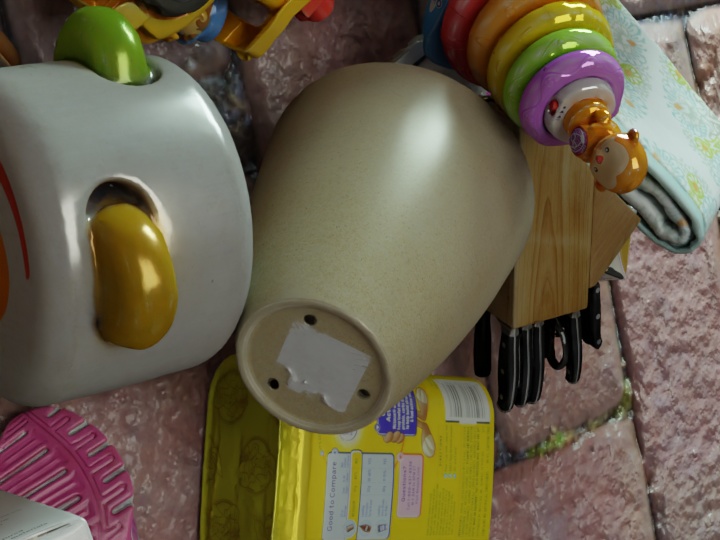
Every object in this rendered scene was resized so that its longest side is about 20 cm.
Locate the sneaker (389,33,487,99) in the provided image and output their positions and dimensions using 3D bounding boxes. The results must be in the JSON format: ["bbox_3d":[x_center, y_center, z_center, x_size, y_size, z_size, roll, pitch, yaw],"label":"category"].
[{"bbox_3d":[0.057,-0.129,0.952,0.200,0.076,0.081,-42,98,-3],"label":"sneaker"}]

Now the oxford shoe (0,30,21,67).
[{"bbox_3d":[-0.253,-0.184,0.745,0.201,0.071,0.072,52,54,-23],"label":"oxford shoe"}]

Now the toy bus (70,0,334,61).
[{"bbox_3d":[-0.081,-0.206,0.847,0.200,0.136,0.192,-48,142,-4],"label":"toy bus"}]

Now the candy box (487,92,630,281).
[{"bbox_3d":[0.133,-0.079,1.050,0.199,0.061,0.138,17,77,-37],"label":"candy box"}]

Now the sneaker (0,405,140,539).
[{"bbox_3d":[-0.164,0.180,0.791,0.081,0.088,0.202,-20,79,-25],"label":"sneaker"}]

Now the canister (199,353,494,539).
[{"bbox_3d":[-0.003,0.138,0.915,0.198,0.086,0.151,8,83,-39],"label":"canister"}]

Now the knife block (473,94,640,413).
[{"bbox_3d":[0.111,-0.002,0.963,0.200,0.064,0.176,38,88,-38],"label":"knife block"}]

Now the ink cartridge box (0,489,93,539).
[{"bbox_3d":[-0.193,0.194,0.686,0.084,0.199,0.147,-22,101,-31],"label":"ink cartridge box"}]

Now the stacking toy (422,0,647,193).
[{"bbox_3d":[0.125,-0.119,0.831,0.109,0.117,0.201,6,42,-30],"label":"stacking toy"}]

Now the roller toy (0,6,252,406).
[{"bbox_3d":[-0.158,-0.021,0.735,0.139,0.183,0.201,-14,65,-36],"label":"roller toy"}]

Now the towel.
[{"bbox_3d":[0.216,-0.124,1.043,0.200,0.048,0.171,50,39,-3],"label":"towel"}]

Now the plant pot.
[{"bbox_3d":[0.000,0.000,0.814,0.188,0.186,0.201,57,30,-21],"label":"plant pot"}]
